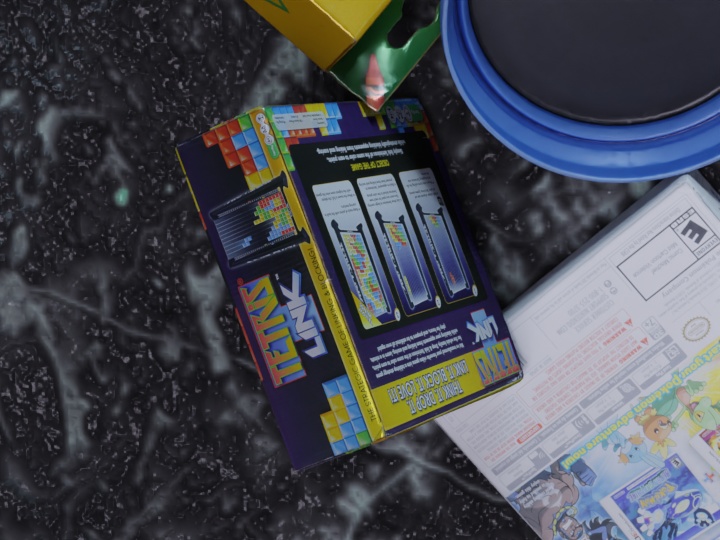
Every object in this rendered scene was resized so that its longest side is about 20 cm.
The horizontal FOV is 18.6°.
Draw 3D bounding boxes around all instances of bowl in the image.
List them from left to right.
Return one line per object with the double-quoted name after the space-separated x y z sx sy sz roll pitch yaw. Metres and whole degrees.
0.138 -0.139 1.109 0.199 0.039 0.202 -2 124 -2 "bowl"

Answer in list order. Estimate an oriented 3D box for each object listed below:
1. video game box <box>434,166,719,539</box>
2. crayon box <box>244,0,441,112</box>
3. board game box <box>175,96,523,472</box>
0.162 0.071 1.204 0.200 0.047 0.182 -39 95 20 "video game box"
-0.024 -0.194 1.108 0.200 0.051 0.127 41 66 -6 "crayon box"
0.000 0.000 1.105 0.056 0.200 0.166 -21 86 24 "board game box"
